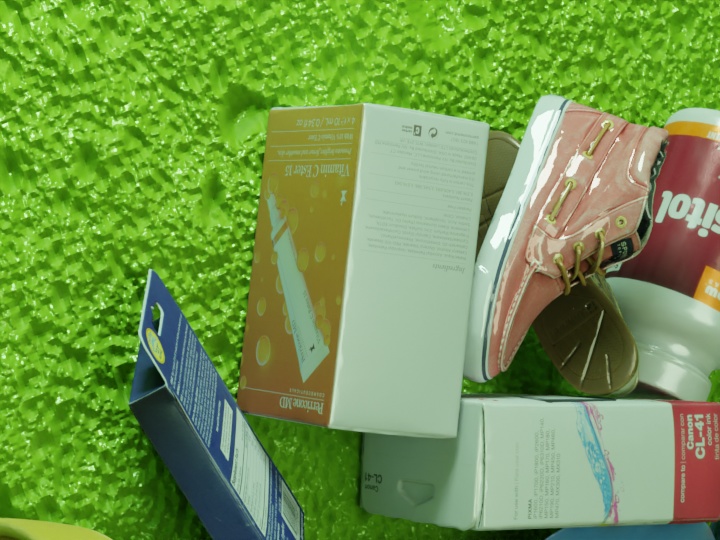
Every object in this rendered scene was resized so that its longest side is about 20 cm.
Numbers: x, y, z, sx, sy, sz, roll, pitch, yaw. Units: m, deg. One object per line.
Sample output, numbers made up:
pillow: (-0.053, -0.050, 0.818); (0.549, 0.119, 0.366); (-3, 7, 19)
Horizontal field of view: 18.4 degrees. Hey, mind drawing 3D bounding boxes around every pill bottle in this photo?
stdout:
pill bottle: (0.235, -0.003, 1.565); (0.113, 0.113, 0.201); (29, 77, -29)

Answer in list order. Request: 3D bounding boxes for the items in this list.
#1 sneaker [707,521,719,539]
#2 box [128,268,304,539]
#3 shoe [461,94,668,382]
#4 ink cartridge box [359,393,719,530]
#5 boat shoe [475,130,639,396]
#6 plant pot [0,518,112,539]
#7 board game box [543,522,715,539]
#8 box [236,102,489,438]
sneaker: (0.287, 0.275, 1.631); (0.082, 0.071, 0.201); (7, 85, -26)
box: (-0.094, 0.104, 1.366); (0.032, 0.121, 0.200); (-26, 109, 8)
shoe: (0.132, -0.014, 1.430); (0.072, 0.091, 0.201); (66, 42, -67)
ink cartridge box: (0.121, 0.125, 1.478); (0.199, 0.147, 0.086); (4, 87, -32)
boat shoe: (0.125, -0.001, 1.503); (0.073, 0.063, 0.201); (-29, 74, 10)
plant pot: (-0.151, 0.250, 1.301); (0.189, 0.200, 0.202); (11, 86, -48)
board game box: (0.153, 0.224, 1.539); (0.199, 0.039, 0.158); (1, 124, -32)
box: (0.000, 0.000, 1.413); (0.097, 0.124, 0.201); (7, 87, -31)
